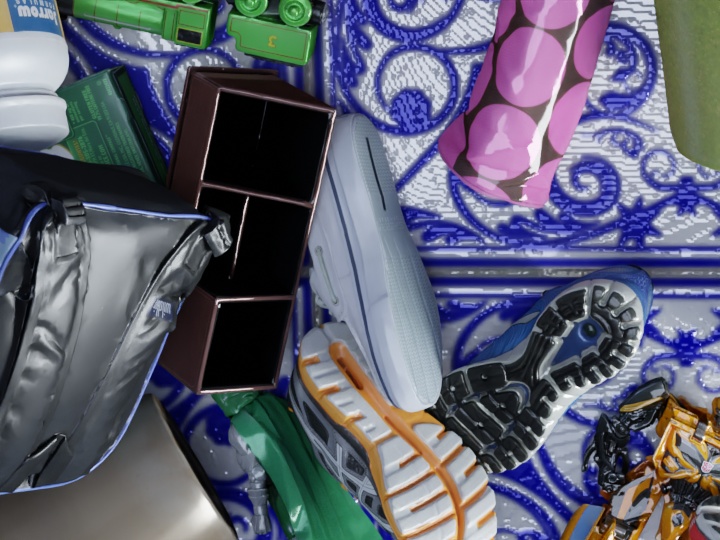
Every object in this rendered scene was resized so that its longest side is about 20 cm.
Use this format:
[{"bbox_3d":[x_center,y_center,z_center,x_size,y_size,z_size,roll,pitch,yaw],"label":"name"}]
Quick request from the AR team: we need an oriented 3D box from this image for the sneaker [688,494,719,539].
[{"bbox_3d":[0.282,0.213,1.401,0.200,0.077,0.085,29,114,-27],"label":"sneaker"}]

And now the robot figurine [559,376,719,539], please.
[{"bbox_3d":[0.204,0.173,1.439,0.144,0.058,0.201,25,105,0],"label":"robot figurine"}]

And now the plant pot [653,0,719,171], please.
[{"bbox_3d":[0.254,-0.162,1.303,0.199,0.201,0.185,0,115,8],"label":"plant pot"}]

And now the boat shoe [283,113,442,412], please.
[{"bbox_3d":[0.000,0.000,1.420,0.067,0.073,0.201,-19,76,27],"label":"boat shoe"}]

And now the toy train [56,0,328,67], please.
[{"bbox_3d":[-0.120,-0.176,1.419,0.199,0.042,0.057,12,115,6],"label":"toy train"}]

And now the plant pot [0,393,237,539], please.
[{"bbox_3d":[-0.183,0.177,1.445,0.173,0.200,0.201,-30,97,-3],"label":"plant pot"}]

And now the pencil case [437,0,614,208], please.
[{"bbox_3d":[0.110,-0.145,1.369,0.090,0.094,0.201,7,109,-39],"label":"pencil case"}]

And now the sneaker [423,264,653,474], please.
[{"bbox_3d":[0.122,0.063,1.418,0.200,0.089,0.079,-38,89,35],"label":"sneaker"}]

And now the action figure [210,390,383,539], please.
[{"bbox_3d":[-0.042,0.154,1.460,0.055,0.118,0.201,-31,88,26],"label":"action figure"}]

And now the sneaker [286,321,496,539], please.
[{"bbox_3d":[0.019,0.130,1.433,0.200,0.078,0.077,58,146,14],"label":"sneaker"}]

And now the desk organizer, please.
[{"bbox_3d":[-0.082,-0.025,1.408,0.077,0.071,0.201,32,116,47],"label":"desk organizer"}]

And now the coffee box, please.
[{"bbox_3d":[-0.229,-0.049,1.461,0.199,0.044,0.123,-21,99,12],"label":"coffee box"}]

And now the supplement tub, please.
[{"bbox_3d":[-0.266,-0.170,1.367,0.144,0.145,0.201,-15,85,12],"label":"supplement tub"}]

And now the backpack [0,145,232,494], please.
[{"bbox_3d":[-0.207,0.026,1.339,0.147,0.183,0.201,31,106,36],"label":"backpack"}]
